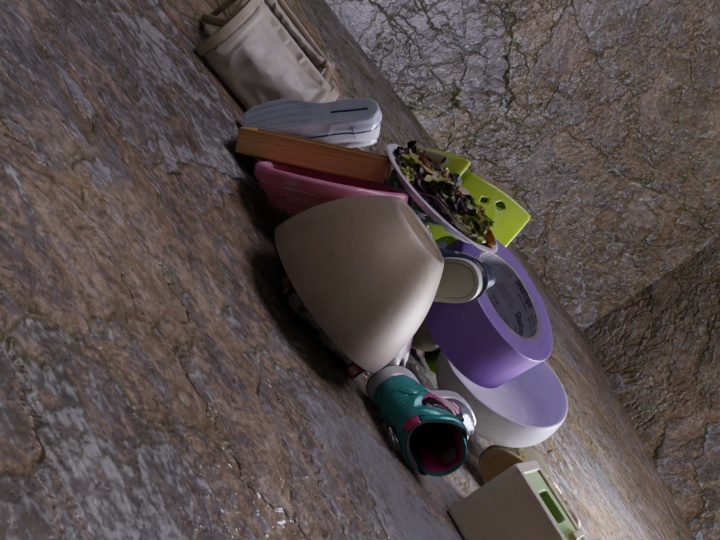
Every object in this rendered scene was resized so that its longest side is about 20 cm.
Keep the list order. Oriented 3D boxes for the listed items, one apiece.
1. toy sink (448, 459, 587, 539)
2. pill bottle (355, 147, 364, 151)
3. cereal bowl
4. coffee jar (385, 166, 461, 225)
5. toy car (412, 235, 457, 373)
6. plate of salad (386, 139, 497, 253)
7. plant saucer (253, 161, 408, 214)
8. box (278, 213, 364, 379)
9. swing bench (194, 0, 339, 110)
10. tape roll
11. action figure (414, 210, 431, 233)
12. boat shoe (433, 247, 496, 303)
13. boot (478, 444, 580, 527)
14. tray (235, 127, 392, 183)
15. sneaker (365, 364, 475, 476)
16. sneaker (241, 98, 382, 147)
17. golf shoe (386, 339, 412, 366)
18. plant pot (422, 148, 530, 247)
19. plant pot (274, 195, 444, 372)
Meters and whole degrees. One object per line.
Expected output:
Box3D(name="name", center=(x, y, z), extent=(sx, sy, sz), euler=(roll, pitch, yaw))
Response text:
Box3D(name="toy sink", center=(0.215, 0.340, 1.378), extent=(0.201, 0.112, 0.130), euler=(59, 13, 17))
Box3D(name="pill bottle", center=(-0.025, -0.113, 1.653), extent=(0.114, 0.113, 0.201), euler=(44, 16, -40))
Box3D(name="cereal bowl", center=(0.190, 0.176, 1.626), extent=(0.198, 0.084, 0.201), euler=(21, 31, -13))
Box3D(name="coffee jar", center=(0.063, -0.125, 1.869), extent=(0.104, 0.197, 0.086), euler=(-51, 146, -76))
Box3D(name="toy car", center=(0.087, 0.034, 1.745), extent=(0.199, 0.157, 0.165), euler=(26, -29, 56))
Box3D(name="plate of salad", center=(0.114, -0.102, 1.503), extent=(0.199, 0.048, 0.201), euler=(39, 19, -16))
Box3D(name="plant saucer", center=(-0.039, -0.094, 1.448), extent=(0.198, 0.051, 0.201), euler=(11, 9, -2))
Box3D(name="box", center=(-0.044, 0.026, 1.387), extent=(0.137, 0.040, 0.201), euler=(49, 14, -23))
Box3D(name="swing bench", center=(-0.138, -0.323, 1.747), extent=(0.199, 0.129, 0.201), euler=(50, 14, -25))
Box3D(name="tape roll", center=(0.170, 0.052, 1.558), extent=(0.200, 0.085, 0.201), euler=(39, 33, -31))
Box3D(name="action figure", center=(0.064, -0.045, 1.831), extent=(0.129, 0.070, 0.200), euler=(20, -21, 28))
Box3D(name="boat shoe", center=(0.069, -0.001, 1.398), extent=(0.062, 0.198, 0.076), euler=(-9, 100, -57))
Box3D(name="boot", center=(0.226, 0.289, 1.658), extent=(0.200, 0.073, 0.156), euler=(40, 13, -25))
Box3D(name="tray", center=(-0.059, -0.153, 1.519), extent=(0.197, 0.038, 0.099), euler=(13, 8, 4))
Box3D(name="sneaker", center=(0.096, 0.194, 1.370), extent=(0.199, 0.084, 0.121), euler=(30, 21, -46))
Box3D(name="sneaker", center=(-0.068, -0.195, 1.613), extent=(0.071, 0.197, 0.074), euler=(85, 7, -47))
Box3D(name="golf shoe", center=(0.034, 0.087, 1.492), extent=(0.200, 0.076, 0.089), euler=(64, 32, -83))
Box3D(name="plant pot", center=(0.146, -0.098, 2.019), extent=(0.181, 0.200, 0.199), euler=(42, -2, -21))
Box3D(name="plant pot", center=(0.015, -0.007, 1.296), extent=(0.201, 0.134, 0.201), euler=(51, 13, -16))
